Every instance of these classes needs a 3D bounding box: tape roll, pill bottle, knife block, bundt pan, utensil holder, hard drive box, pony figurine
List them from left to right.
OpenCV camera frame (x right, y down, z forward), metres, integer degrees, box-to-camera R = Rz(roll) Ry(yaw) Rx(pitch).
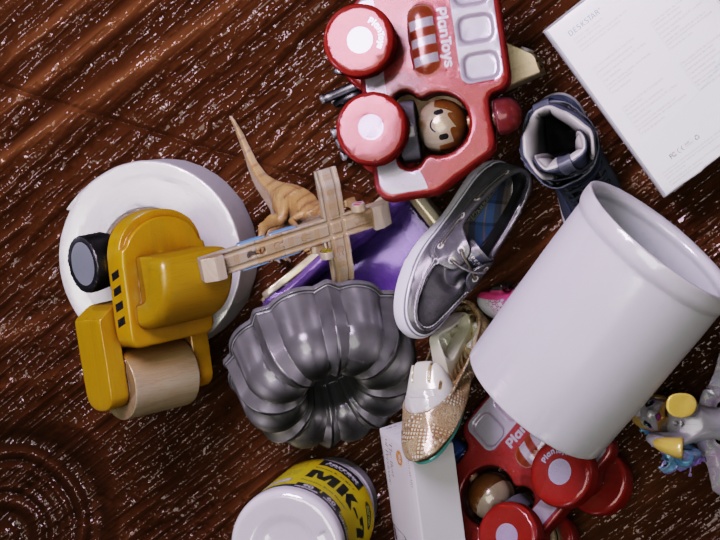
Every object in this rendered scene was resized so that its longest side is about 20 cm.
[{"bbox_3d":[-0.210,-0.015,1.804,0.200,0.071,0.205,1,96,12],"label":"tape roll"},{"bbox_3d":[-0.049,0.252,1.728,0.113,0.200,0.116,1,96,12],"label":"pill bottle"},{"bbox_3d":[-0.031,0.104,1.711,0.201,0.202,0.076,-31,47,13],"label":"bundt pan"},{"bbox_3d":[0.065,-0.168,1.733,0.198,0.064,0.177,23,100,9],"label":"knife block"},{"bbox_3d":[0.220,0.049,1.601,0.169,0.170,0.201,38,109,6],"label":"utensil holder"},{"bbox_3d":[0.297,-0.198,1.672,0.155,0.077,0.201,-36,88,13],"label":"hard drive box"},{"bbox_3d":[0.349,0.144,1.654,0.190,0.200,0.169,4,90,-4],"label":"pony figurine"}]

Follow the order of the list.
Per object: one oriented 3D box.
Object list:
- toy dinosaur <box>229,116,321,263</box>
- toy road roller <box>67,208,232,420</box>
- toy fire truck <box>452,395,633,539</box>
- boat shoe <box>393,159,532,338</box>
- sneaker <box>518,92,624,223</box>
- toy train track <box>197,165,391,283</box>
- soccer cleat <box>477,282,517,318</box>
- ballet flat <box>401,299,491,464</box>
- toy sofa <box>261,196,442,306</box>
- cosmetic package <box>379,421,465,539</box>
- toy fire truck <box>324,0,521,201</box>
[{"bbox_3d":[-0.078,-0.067,1.767,0.199,0.060,0.107,33,103,42],"label":"toy dinosaur"},{"bbox_3d":[-0.192,0.041,1.678,0.145,0.122,0.203,1,100,51],"label":"toy road roller"},{"bbox_3d":[0.162,0.204,1.737,0.200,0.112,0.168,-50,58,13],"label":"toy fire truck"},{"bbox_3d":[0.105,-0.021,1.676,0.070,0.066,0.201,44,71,-26],"label":"boat shoe"},{"bbox_3d":[0.216,-0.074,1.668,0.076,0.146,0.204,-28,90,11],"label":"sneaker"},{"bbox_3d":[-0.057,-0.027,1.638,0.198,0.032,0.116,-18,111,-21],"label":"toy train track"},{"bbox_3d":[0.211,0.060,1.719,0.197,0.070,0.088,5,96,12],"label":"soccer cleat"},{"bbox_3d":[0.076,0.101,1.693,0.070,0.201,0.066,-12,122,30],"label":"ballet flat"},{"bbox_3d":[0.000,0.000,1.746,0.199,0.098,0.083,-39,86,12],"label":"toy sofa"},{"bbox_3d":[0.066,0.256,1.734,0.050,0.082,0.202,-15,109,-21],"label":"cosmetic package"},{"bbox_3d":[0.063,-0.173,1.627,0.166,0.112,0.203,-10,84,10],"label":"toy fire truck"}]
